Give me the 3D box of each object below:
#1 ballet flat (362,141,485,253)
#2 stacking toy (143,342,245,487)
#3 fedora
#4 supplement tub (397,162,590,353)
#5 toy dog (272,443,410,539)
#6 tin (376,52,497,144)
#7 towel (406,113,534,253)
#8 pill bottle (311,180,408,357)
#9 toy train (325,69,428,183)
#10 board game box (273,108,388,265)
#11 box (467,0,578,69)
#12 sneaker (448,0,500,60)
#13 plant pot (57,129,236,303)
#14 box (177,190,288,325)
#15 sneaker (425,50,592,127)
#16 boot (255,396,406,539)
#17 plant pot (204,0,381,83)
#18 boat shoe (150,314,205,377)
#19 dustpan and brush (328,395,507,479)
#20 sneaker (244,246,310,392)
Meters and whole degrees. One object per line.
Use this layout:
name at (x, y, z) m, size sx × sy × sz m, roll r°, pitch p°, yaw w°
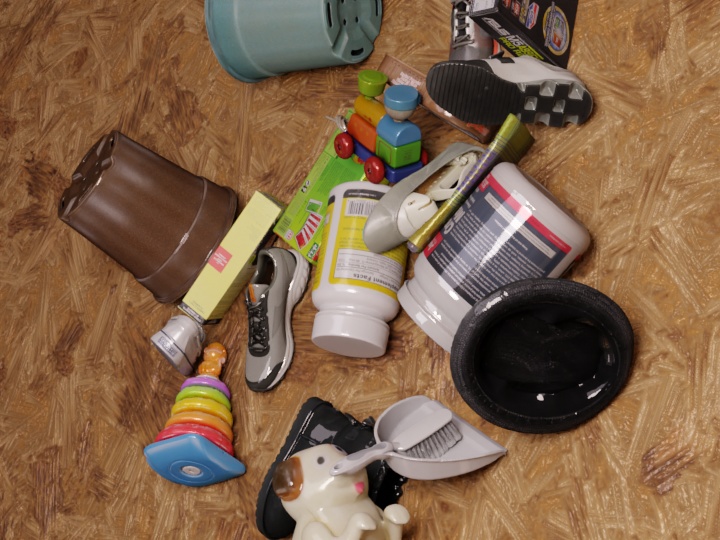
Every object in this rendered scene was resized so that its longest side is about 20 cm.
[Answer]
ballet flat at (0.084, -0.091, 1.453) m, size 0.200 × 0.068 × 0.063 m, roll -42°, pitch 33°, yaw -25°
stacking toy at (-0.215, 0.185, 1.628) m, size 0.109 × 0.116 × 0.202 m, roll -19°, pitch 48°, yaw 31°
fedora at (0.186, 0.077, 1.270) m, size 0.201 × 0.200 × 0.092 m, roll -47°, pitch 21°, yaw 14°
supplement tub at (0.150, -0.008, 1.353) m, size 0.200 × 0.140 × 0.141 m, roll -49°, pitch 46°, yaw 12°
toy dog at (-0.028, 0.296, 1.340) m, size 0.193 × 0.139 × 0.202 m, roll -12°, pitch 86°, yaw 51°
tin at (0.095, -0.220, 1.522) m, size 0.042 × 0.112 × 0.200 m, roll -55°, pitch 45°, yaw 5°
towel at (0.130, -0.093, 1.416) m, size 0.023 × 0.144 × 0.201 m, roll 41°, pitch 97°, yaw 14°
pill bottle at (0.000, 0.000, 1.502) m, size 0.113 × 0.114 × 0.202 m, roll -5°, pitch 67°, yaw 40°
toy train at (0.008, -0.204, 1.513) m, size 0.200 × 0.084 × 0.117 m, roll 42°, pitch 139°, yaw 42°
board game box at (-0.027, -0.110, 1.624) m, size 0.101 × 0.047 × 0.201 m, roll 37°, pitch 97°, yaw 44°
box at (0.209, -0.364, 1.455) m, size 0.044 × 0.160 × 0.202 m, roll -2°, pitch 69°, yaw 42°
sneaker at (0.139, -0.328, 1.554) m, size 0.077 × 0.082 × 0.202 m, roll 0°, pitch 70°, yaw 41°
plant pot at (-0.316, -0.088, 1.728) m, size 0.200 × 0.198 × 0.201 m, roll -38°, pitch 32°, yaw 29°
box at (-0.175, -0.016, 1.686) m, size 0.050 × 0.075 × 0.201 m, roll 37°, pitch 99°, yaw 11°
sneaker at (0.173, -0.222, 1.426) m, size 0.089 × 0.198 × 0.075 m, roll -92°, pitch 13°, yaw -54°
boot at (-0.030, 0.261, 1.442) m, size 0.162 × 0.073 × 0.200 m, roll 22°, pitch 87°, yaw 39°
plant pot at (-0.088, -0.371, 1.712) m, size 0.195 × 0.200 × 0.202 m, roll 7°, pitch 75°, yaw 35°
boat shoe at (-0.246, 0.101, 1.658) m, size 0.065 × 0.074 × 0.200 m, roll -45°, pitch 3°, yaw -10°
dustpan and brush at (0.048, 0.195, 1.320) m, size 0.199 × 0.058 × 0.139 m, roll -27°, pitch 37°, yaw -28°
sneaker at (-0.130, 0.064, 1.610) m, size 0.073 × 0.079 × 0.202 m, roll 1°, pitch 77°, yaw 41°
